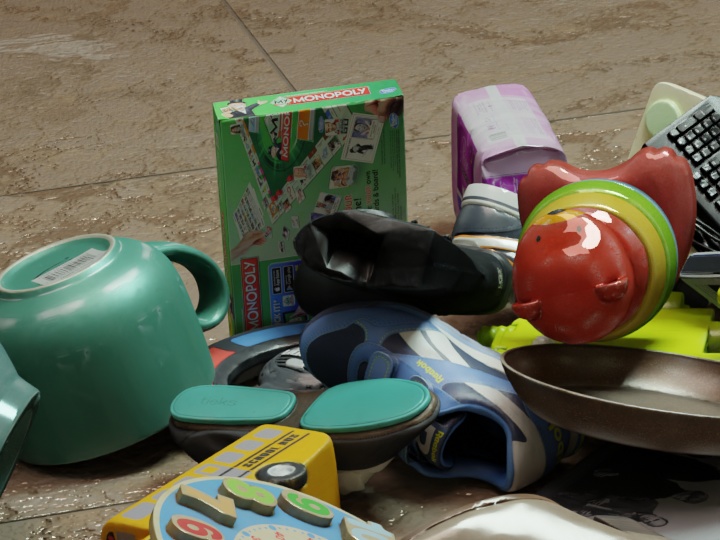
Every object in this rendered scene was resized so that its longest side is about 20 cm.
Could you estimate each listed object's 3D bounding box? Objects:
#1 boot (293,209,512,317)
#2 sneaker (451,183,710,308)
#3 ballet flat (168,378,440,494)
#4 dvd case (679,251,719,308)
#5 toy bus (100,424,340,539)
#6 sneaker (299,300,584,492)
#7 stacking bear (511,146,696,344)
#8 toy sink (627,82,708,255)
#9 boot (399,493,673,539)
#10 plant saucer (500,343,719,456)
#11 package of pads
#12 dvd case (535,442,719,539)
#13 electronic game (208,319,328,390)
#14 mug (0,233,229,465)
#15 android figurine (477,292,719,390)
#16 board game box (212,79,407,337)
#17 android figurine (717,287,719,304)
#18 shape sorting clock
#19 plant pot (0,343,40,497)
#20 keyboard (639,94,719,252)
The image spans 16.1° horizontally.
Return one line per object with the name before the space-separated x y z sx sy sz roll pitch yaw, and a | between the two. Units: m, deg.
boot | 0.001 0.000 1.720 0.164 0.066 0.200 -5 -4 19
sneaker | 0.160 0.007 1.878 0.199 0.080 0.078 19 -14 2
ballet flat | -0.030 0.107 1.623 0.199 0.073 0.073 -2 18 31
dvd case | 0.313 0.035 1.610 0.025 0.150 0.200 -60 23 -14
toy bus | -0.085 0.157 1.505 0.078 0.065 0.200 8 23 33
sneaker | 0.042 0.081 1.638 0.199 0.074 0.082 20 39 21
stacking bear | 0.147 -0.006 1.639 0.121 0.114 0.200 -7 9 16
toy sink | 0.269 -0.063 1.860 0.130 0.112 0.200 26 14 32
boot | 0.128 0.180 1.355 0.199 0.070 0.146 -6 26 -29
plant saucer | 0.183 0.080 1.557 0.199 0.032 0.200 6 9 -1
package of pads | 0.117 -0.066 2.015 0.075 0.121 0.200 -6 19 -3
dvd case | 0.214 0.141 1.520 0.199 0.025 0.150 10 24 35
electronic game | -0.031 0.074 1.766 0.199 0.042 0.200 -4 20 1
mug | -0.184 0.038 1.742 0.152 0.115 0.185 -14 21 16
android figurine | 0.174 0.058 1.747 0.199 0.041 0.182 2 20 14
board game box | -0.033 -0.035 1.837 0.134 0.201 0.029 -8 32 -9
android figurine | 0.300 0.066 1.541 0.200 0.041 0.182 33 5 -22
shape sorting clock | -0.021 0.169 1.392 0.200 0.039 0.200 27 17 -9
plant pot | -0.279 0.100 1.565 0.134 0.201 0.200 25 22 2
keyboard | 0.274 -0.031 1.742 0.104 0.040 0.200 -38 70 -12
